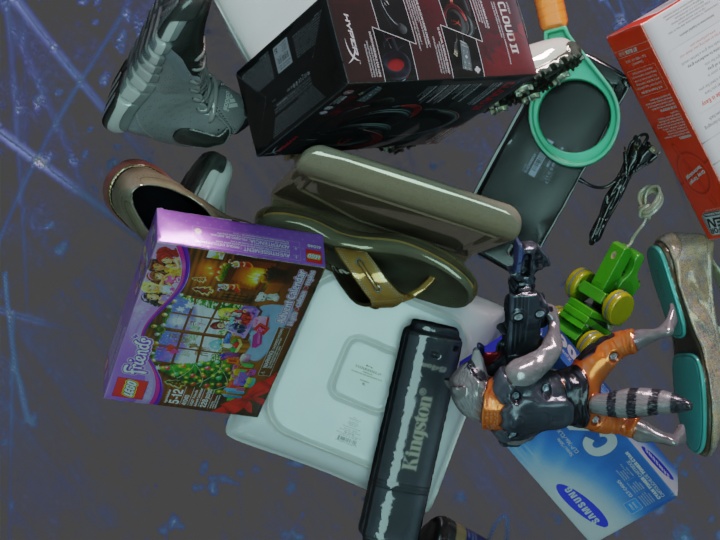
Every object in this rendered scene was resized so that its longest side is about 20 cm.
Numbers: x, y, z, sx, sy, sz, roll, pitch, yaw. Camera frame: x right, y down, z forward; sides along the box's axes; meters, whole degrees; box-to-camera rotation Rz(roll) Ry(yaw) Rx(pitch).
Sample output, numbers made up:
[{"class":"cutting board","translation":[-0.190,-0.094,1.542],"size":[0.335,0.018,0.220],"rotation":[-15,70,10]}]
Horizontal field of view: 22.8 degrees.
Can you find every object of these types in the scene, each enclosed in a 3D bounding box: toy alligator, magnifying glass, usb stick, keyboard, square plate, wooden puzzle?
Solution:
[{"class":"toy alligator","translation":[0.220,0.020,1.566],"size":[0.054,0.059,0.201],"rotation":[29,94,-46]},{"class":"magnifying glass","translation":[0.173,-0.188,1.541],"size":[0.079,0.022,0.202],"rotation":[-12,87,10]},{"class":"usb stick","translation":[0.043,0.144,1.544],"size":[0.055,0.033,0.202],"rotation":[12,94,-5]},{"class":"keyboard","translation":[0.180,-0.086,1.560],"size":[0.127,0.021,0.201],"rotation":[30,94,9]},{"class":"square plate","translation":[0.007,0.091,1.567],"size":[0.199,0.028,0.199],"rotation":[22,93,-6]},{"class":"wooden puzzle","translation":[0.026,-0.055,1.471],"size":[0.184,0.200,0.037],"rotation":[17,78,-8]}]

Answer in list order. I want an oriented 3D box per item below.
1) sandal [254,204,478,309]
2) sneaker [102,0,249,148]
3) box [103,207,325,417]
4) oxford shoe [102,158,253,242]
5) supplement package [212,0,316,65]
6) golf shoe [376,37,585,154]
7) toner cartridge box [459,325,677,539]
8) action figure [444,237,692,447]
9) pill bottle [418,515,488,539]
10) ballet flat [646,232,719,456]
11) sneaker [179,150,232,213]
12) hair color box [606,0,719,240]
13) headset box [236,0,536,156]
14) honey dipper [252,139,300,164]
[{"class":"sandal","translation":[0.000,0.000,1.503],"size":[0.199,0.080,0.054],"rotation":[17,65,3]},{"class":"sneaker","translation":[-0.130,-0.165,1.469],"size":[0.115,0.200,0.075],"rotation":[22,57,-16]},{"class":"box","translation":[-0.122,0.039,1.443],"size":[0.136,0.039,0.201],"rotation":[9,137,-16]},{"class":"oxford shoe","translation":[-0.120,-0.015,1.449],"size":[0.199,0.075,0.071],"rotation":[31,92,-22]},{"class":"supplement package","translation":[-0.022,-0.245,1.478],"size":[0.199,0.117,0.118],"rotation":[-29,88,-1]},{"class":"golf shoe","translation":[0.088,-0.169,1.511],"size":[0.199,0.077,0.089],"rotation":[-19,83,10]},{"class":"toner cartridge box","translation":[0.180,0.138,1.545],"size":[0.095,0.043,0.200],"rotation":[-33,109,25]},{"class":"action figure","translation":[0.162,0.076,1.432],"size":[0.192,0.105,0.201],"rotation":[-7,121,2]},{"class":"pill bottle","translation":[0.127,0.307,1.556],"size":[0.199,0.112,0.112],"rotation":[30,93,-7]},{"class":"ballet flat","translation":[0.307,0.062,1.571],"size":[0.067,0.068,0.202],"rotation":[-14,98,-14]},{"class":"sneaker","translation":[-0.120,0.003,1.534],"size":[0.115,0.076,0.202],"rotation":[17,102,-15]},{"class":"hair color box","translation":[0.305,-0.139,1.536],"size":[0.101,0.061,0.201],"rotation":[-31,97,-23]},{"class":"headset box","translation":[0.028,-0.153,1.385],"size":[0.199,0.148,0.076],"rotation":[-7,76,-34]},{"class":"honey dipper","translation":[0.003,-0.085,1.545],"size":[0.199,0.038,0.038],"rotation":[23,94,-8]}]
